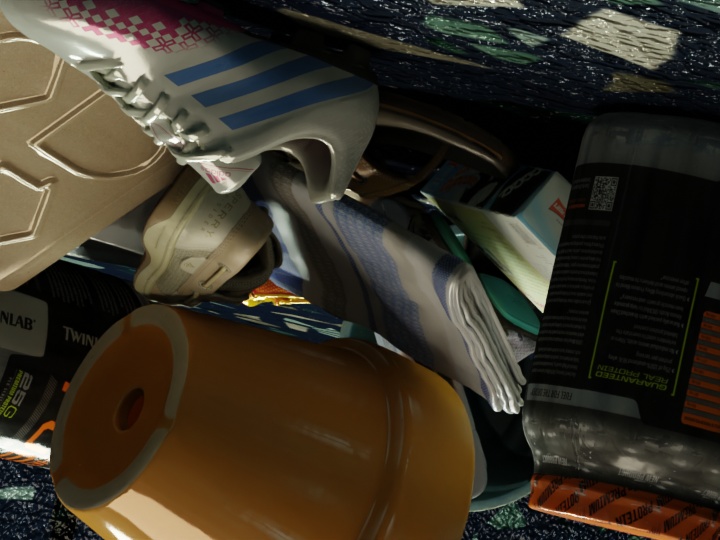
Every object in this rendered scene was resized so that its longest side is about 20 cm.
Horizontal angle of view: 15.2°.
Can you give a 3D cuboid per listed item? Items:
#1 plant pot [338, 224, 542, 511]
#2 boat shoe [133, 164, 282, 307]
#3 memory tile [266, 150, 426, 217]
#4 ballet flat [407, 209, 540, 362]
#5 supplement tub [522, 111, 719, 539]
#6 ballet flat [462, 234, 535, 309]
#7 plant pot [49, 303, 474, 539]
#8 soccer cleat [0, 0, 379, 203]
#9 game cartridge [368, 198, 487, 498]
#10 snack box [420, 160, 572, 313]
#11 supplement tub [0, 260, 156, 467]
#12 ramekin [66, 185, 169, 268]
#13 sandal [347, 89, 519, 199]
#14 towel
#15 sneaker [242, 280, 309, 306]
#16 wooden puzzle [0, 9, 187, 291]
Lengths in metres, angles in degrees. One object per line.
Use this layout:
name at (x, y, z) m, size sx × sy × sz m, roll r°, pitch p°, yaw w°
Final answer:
plant pot at (0.112, 0.073, 1.984) m, size 0.199 × 0.201 × 0.196 m, roll 10°, pitch -179°, yaw 25°
boat shoe at (-0.080, -0.008, 1.499) m, size 0.065 × 0.072 × 0.200 m, roll 35°, pitch 167°, yaw 3°
memory tile at (-0.066, -0.067, 1.816) m, size 0.199 × 0.017 × 0.153 m, roll 10°, pitch 174°, yaw 31°
ballet flat at (0.053, 0.023, 1.602) m, size 0.072 × 0.072 × 0.200 m, roll 11°, pitch 168°, yaw 22°
supplement tub at (0.150, 0.031, 1.344) m, size 0.122 × 0.201 × 0.123 m, roll 13°, pitch 174°, yaw 1°
ballet flat at (0.083, 0.000, 1.707) m, size 0.067 × 0.057 × 0.200 m, roll 50°, pitch 164°, yaw 19°
plant pot at (-0.068, 0.113, 1.535) m, size 0.183 × 0.201 × 0.200 m, roll 29°, pitch 167°, yaw -33°
soccer cleat at (-0.084, -0.087, 1.301) m, size 0.199 × 0.087 × 0.070 m, roll 15°, pitch 174°, yaw -20°
game cartridge at (0.037, 0.055, 1.794) m, size 0.041 × 0.201 × 0.133 m, roll -17°, pitch 177°, yaw -2°
snack box at (0.108, -0.010, 1.503) m, size 0.116 × 0.037 × 0.200 m, roll 45°, pitch 175°, yaw -14°
supplement tub at (-0.196, 0.053, 1.614) m, size 0.199 × 0.123 × 0.122 m, roll 17°, pitch 173°, yaw -41°
ramekin at (-0.176, -0.069, 1.602) m, size 0.199 × 0.106 × 0.200 m, roll 13°, pitch 175°, yaw 1°
sandal at (-0.010, -0.069, 1.469) m, size 0.199 × 0.055 × 0.082 m, roll 12°, pitch 174°, yaw 14°
towel at (0.000, 0.000, 1.505) m, size 0.200 × 0.024 × 0.147 m, roll 29°, pitch 161°, yaw 31°
sneaker at (-0.033, -0.002, 1.714) m, size 0.200 × 0.077 × 0.073 m, roll 27°, pitch -177°, yaw 38°
wooden puzzle at (-0.188, -0.078, 1.430) m, size 0.185 × 0.046 × 0.200 m, roll -32°, pitch 142°, yaw 26°
